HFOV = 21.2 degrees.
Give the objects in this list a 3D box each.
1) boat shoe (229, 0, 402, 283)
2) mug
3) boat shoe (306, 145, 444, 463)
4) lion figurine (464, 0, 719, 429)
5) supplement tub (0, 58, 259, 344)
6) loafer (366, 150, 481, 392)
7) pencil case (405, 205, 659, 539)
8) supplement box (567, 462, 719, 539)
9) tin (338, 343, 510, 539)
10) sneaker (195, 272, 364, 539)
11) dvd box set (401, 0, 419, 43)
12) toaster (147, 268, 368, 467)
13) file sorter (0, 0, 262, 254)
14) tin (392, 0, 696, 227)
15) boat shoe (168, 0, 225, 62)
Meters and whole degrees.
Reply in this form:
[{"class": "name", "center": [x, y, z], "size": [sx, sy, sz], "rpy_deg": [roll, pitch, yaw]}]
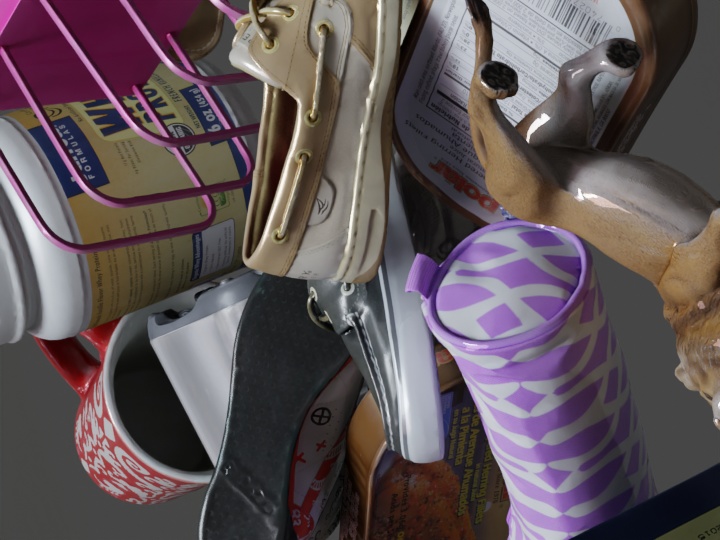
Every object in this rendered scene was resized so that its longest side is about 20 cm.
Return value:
[{"class": "boat shoe", "center": [-0.024, -0.092, 0.851], "size": [0.074, 0.069, 0.202], "rpy_deg": [-151, 60, -71]}, {"class": "mug", "center": [-0.142, 0.078, 1.354], "size": [0.178, 0.133, 0.200], "rpy_deg": [60, 158, 5]}, {"class": "boat shoe", "center": [0.000, 0.000, 0.934], "size": [0.069, 0.056, 0.202], "rpy_deg": [72, -174, -69]}, {"class": "lion figurine", "center": [0.111, -0.024, 0.792], "size": [0.200, 0.072, 0.123], "rpy_deg": [40, 154, 10]}, {"class": "supplement tub", "center": [-0.167, -0.042, 1.221], "size": [0.144, 0.199, 0.145], "rpy_deg": [43, 144, 41]}, {"class": "loafer", "center": [0.034, 0.024, 1.041], "size": [0.070, 0.069, 0.201], "rpy_deg": [52, 144, 45]}, {"class": "pencil case", "center": [0.085, 0.068, 0.893], "size": [0.085, 0.084, 0.201], "rpy_deg": [-5, 131, 21]}, {"class": "supplement box", "center": [0.162, 0.230, 0.862], "size": [0.200, 0.133, 0.201], "rpy_deg": [54, 151, 28]}, {"class": "tin", "center": [0.044, 0.116, 1.036], "size": [0.201, 0.111, 0.042], "rpy_deg": [95, 153, -42]}, {"class": "sneaker", "center": [-0.028, 0.065, 1.025], "size": [0.067, 0.108, 0.203], "rpy_deg": [18, 93, 14]}, {"class": "dvd box set", "center": [0.004, -0.183, 0.885], "size": [0.199, 0.029, 0.147], "rpy_deg": [37, 146, 12]}, {"class": "toaster", "center": [-0.050, 0.061, 1.175], "size": [0.200, 0.113, 0.130], "rpy_deg": [-22, 93, 63]}, {"class": "file sorter", "center": [-0.103, -0.119, 1.039], "size": [0.126, 0.138, 0.200], "rpy_deg": [55, 129, 19]}, {"class": "tin", "center": [0.073, -0.090, 0.844], "size": [0.112, 0.042, 0.200], "rpy_deg": [39, 147, 11]}, {"class": "boat shoe", "center": [-0.108, -0.213, 1.122], "size": [0.064, 0.071, 0.202], "rpy_deg": [31, 134, 53]}]
